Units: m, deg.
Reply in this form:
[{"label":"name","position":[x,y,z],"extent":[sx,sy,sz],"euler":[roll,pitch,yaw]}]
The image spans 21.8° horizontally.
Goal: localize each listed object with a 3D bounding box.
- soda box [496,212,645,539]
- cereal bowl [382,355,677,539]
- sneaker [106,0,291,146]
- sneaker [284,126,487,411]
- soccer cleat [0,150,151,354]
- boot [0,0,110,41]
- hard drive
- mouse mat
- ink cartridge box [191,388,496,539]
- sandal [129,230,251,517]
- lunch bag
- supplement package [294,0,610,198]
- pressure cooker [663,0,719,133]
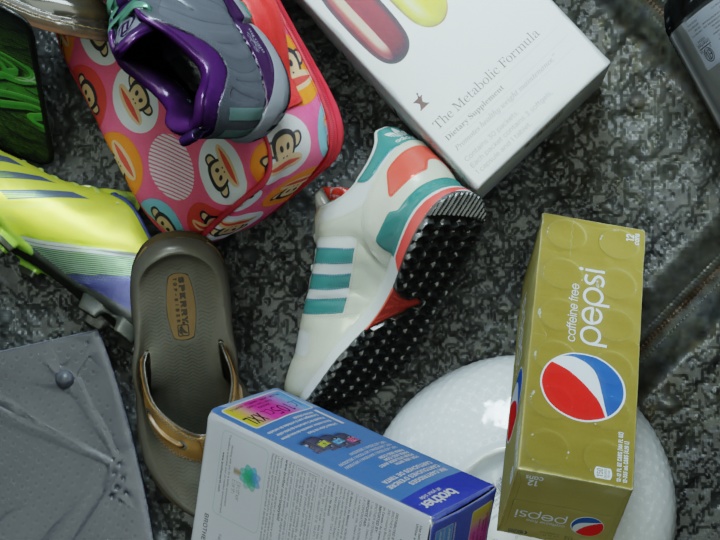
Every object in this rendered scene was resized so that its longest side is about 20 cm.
[{"label":"soda box","position":[0.126,0.061,1.103],"extent":[0.067,0.064,0.201],"euler":[10,47,0]},{"label":"cereal bowl","position":[0.098,0.152,1.153],"extent":[0.199,0.083,0.201],"euler":[0,90,5]},{"label":"sneaker","position":[-0.116,-0.157,1.023],"extent":[0.074,0.087,0.200],"euler":[-41,79,30]},{"label":"sneaker","position":[0.000,0.000,1.157],"extent":[0.094,0.070,0.200],"euler":[54,130,30]},{"label":"soccer cleat","position":[-0.187,-0.031,1.196],"extent":[0.200,0.065,0.084],"euler":[38,74,5]},{"label":"boot","position":[-0.220,-0.214,1.116],"extent":[0.199,0.075,0.097],"euler":[28,102,12]},{"label":"hard drive","position":[-0.201,0.148,1.196],"extent":[0.134,0.042,0.201],"euler":[-13,89,4]},{"label":"mouse mat","position":[-0.283,-0.142,1.153],"extent":[0.199,0.161,0.008],"euler":[21,61,9]},{"label":"ink cartridge box","position":[-0.003,0.171,1.107],"extent":[0.199,0.076,0.137],"euler":[23,114,32]},{"label":"sandal","position":[-0.099,0.074,1.152],"extent":[0.081,0.055,0.201],"euler":[-8,114,-9]},{"label":"lunch bag","position":[-0.098,-0.128,1.128],"extent":[0.082,0.176,0.201],"euler":[-24,83,-35]},{"label":"supplement package","position":[0.044,-0.155,1.149],"extent":[0.114,0.110,0.200],"euler":[-43,86,2]},{"label":"pressure cooker","position":[0.291,-0.109,1.097],"extent":[0.178,0.176,0.201],"euler":[-28,83,7]}]
